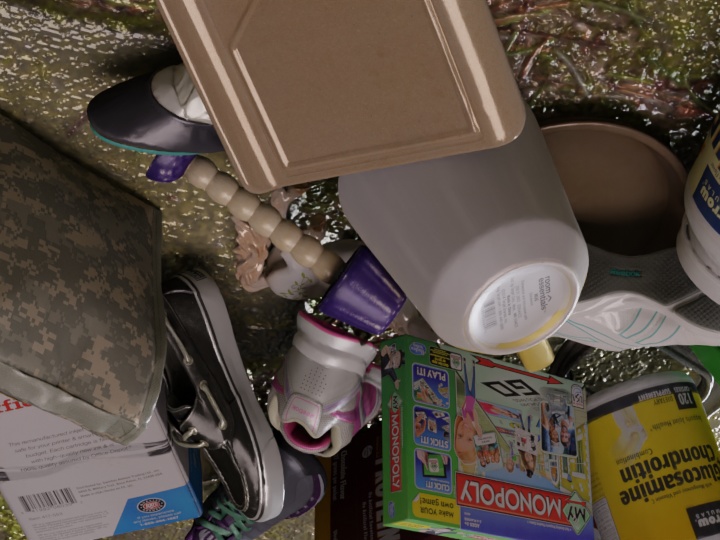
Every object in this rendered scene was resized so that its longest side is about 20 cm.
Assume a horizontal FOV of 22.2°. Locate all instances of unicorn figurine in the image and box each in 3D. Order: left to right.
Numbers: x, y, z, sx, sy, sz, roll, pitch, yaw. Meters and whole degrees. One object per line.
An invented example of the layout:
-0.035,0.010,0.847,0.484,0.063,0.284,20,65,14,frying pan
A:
0.000,0.000,1.371,0.198,0.074,0.138,14,134,2,unicorn figurine

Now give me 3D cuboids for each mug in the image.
0.092,-0.021,1.240,0.186,0.154,0.150,19,120,-38,mug

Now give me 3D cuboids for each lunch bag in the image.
-0.223,0.019,1.259,0.164,0.201,0.117,32,123,-33,lunch bag

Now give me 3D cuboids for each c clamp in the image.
0.226,0.105,1.524,0.170,0.027,0.200,-36,129,25,c clamp

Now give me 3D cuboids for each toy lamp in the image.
-0.057,-0.026,1.280,0.199,0.058,0.058,35,126,-2,toy lamp

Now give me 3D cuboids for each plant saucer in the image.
0.150,-0.041,1.370,0.198,0.030,0.201,-4,135,-4,plant saucer

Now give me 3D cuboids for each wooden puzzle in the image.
-0.013,-0.146,1.158,0.198,0.037,0.186,-12,122,21,wooden puzzle

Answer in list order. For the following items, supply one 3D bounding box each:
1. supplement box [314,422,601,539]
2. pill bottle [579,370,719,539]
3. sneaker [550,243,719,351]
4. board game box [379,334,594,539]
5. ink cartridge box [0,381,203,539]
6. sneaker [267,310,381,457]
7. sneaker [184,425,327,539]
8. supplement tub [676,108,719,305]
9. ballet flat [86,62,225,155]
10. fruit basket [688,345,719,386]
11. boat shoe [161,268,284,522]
0.097,0.213,1.523,0.199,0.134,0.197,-30,131,29,supplement box
0.240,0.189,1.440,0.111,0.202,0.112,-16,163,-5,pill bottle
0.215,0.025,1.368,0.198,0.071,0.080,9,148,13,sneaker
0.096,0.133,1.356,0.199,0.136,0.029,16,154,-40,board game box
-0.219,0.119,1.438,0.145,0.086,0.201,-12,133,5,ink cartridge box
-0.032,0.097,1.397,0.081,0.089,0.200,24,169,13,sneaker
-0.090,0.193,1.476,0.074,0.088,0.200,42,152,3,sneaker
0.311,-0.075,1.272,0.144,0.146,0.201,7,131,-14,supplement tub
-0.083,-0.114,1.241,0.198,0.073,0.073,6,134,-21,ballet flat
0.344,0.100,1.438,0.213,0.156,0.217,-6,119,-11,fruit basket
-0.117,0.102,1.380,0.063,0.070,0.202,-25,100,-32,boat shoe
